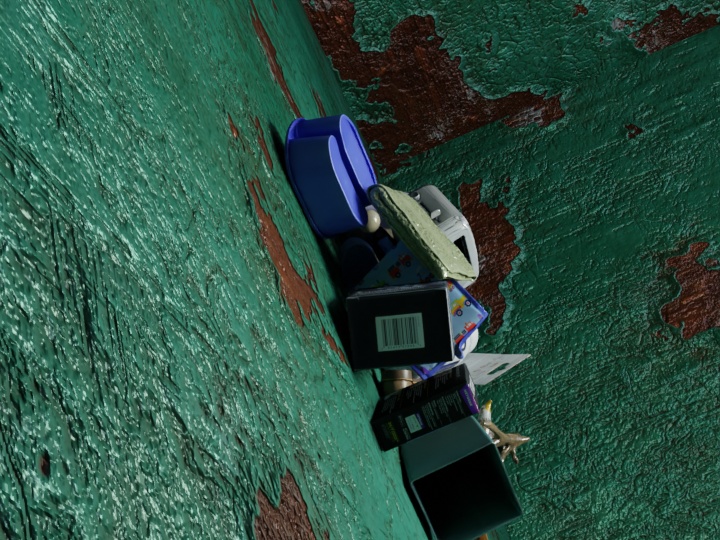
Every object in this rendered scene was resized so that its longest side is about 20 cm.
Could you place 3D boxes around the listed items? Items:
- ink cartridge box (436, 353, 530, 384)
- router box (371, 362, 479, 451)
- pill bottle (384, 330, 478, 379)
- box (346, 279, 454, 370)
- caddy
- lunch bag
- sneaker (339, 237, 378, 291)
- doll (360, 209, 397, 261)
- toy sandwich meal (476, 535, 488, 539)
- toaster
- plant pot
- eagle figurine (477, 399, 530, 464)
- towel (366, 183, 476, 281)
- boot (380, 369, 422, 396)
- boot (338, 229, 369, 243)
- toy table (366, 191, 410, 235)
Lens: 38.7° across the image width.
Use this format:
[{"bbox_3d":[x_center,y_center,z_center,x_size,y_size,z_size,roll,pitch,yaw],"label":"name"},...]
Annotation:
[{"bbox_3d":[0.191,0.198,1.871,0.162,0.198,0.058,-24,109,-45],"label":"ink cartridge box"},{"bbox_3d":[0.098,0.198,1.512,0.200,0.147,0.052,-30,97,-84],"label":"router box"},{"bbox_3d":[0.128,0.128,1.848,0.199,0.110,0.112,-10,75,-52],"label":"pill bottle"},{"bbox_3d":[0.064,0.078,1.535,0.200,0.146,0.109,-24,108,-85],"label":"box"},{"bbox_3d":[-0.054,-0.148,1.617,0.202,0.104,0.142,65,30,-29],"label":"caddy"},{"bbox_3d":[0.099,0.067,1.670,0.200,0.151,0.094,45,0,16],"label":"lunch bag"},{"bbox_3d":[0.000,0.000,1.775,0.201,0.069,0.078,70,-3,-49],"label":"sneaker"},{"bbox_3d":[0.050,-0.025,1.809,0.201,0.048,0.137,63,-6,-32],"label":"doll"},{"bbox_3d":[0.214,0.535,1.749,0.205,0.069,0.208,-22,91,-84],"label":"toy sandwich meal"},{"bbox_3d":[0.134,-0.043,1.817,0.129,0.113,0.202,47,-19,46],"label":"toaster"},{"bbox_3d":[0.144,0.307,1.621,0.200,0.140,0.143,-116,-178,-68],"label":"plant pot"},{"bbox_3d":[0.197,0.298,1.818,0.151,0.198,0.153,-40,112,-39],"label":"eagle figurine"},{"bbox_3d":[0.099,-0.058,1.634,0.200,0.037,0.148,50,17,18],"label":"towel"},{"bbox_3d":[0.073,0.215,1.714,0.200,0.072,0.077,38,49,-71],"label":"boot"},{"bbox_3d":[-0.039,-0.119,1.797,0.183,0.072,0.200,55,-2,4],"label":"boot"},{"bbox_3d":[0.057,-0.072,1.957,0.199,0.183,0.119,24,-53,41],"label":"toy table"}]
